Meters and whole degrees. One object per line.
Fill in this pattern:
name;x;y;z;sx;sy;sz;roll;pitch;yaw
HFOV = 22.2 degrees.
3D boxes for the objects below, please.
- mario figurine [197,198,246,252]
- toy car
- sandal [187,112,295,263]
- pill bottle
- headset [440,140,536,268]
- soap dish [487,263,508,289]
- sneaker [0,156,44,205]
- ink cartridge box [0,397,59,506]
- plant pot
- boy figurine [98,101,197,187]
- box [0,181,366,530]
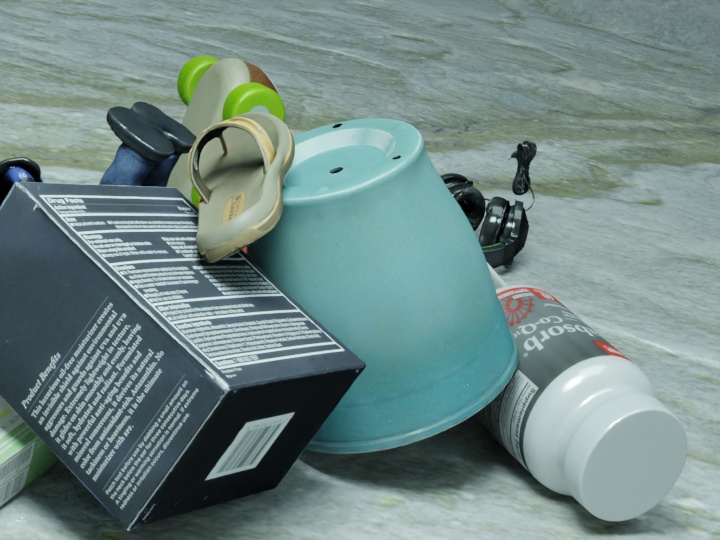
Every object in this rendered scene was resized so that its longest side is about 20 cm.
mario figurine;-0.058;-0.040;1.646;0.199;0.107;0.123;3;30;-43
toy car;-0.079;-0.103;1.770;0.199;0.159;0.164;19;8;-29
sandal;-0.090;-0.071;1.263;0.054;0.080;0.200;53;14;-21
pill bottle;0.157;0.101;1.413;0.115;0.117;0.200;4;22;-30
headset;0.123;-0.066;1.887;0.123;0.095;0.200;26;32;25
soap dish;0.056;0.004;1.573;0.157;0.081;0.200;46;0;-36
sneaker;-0.259;-0.028;1.388;0.114;0.081;0.199;-20;-16;32
ink cartridge box;-0.297;0.086;1.198;0.199;0.048;0.146;22;20;11
plant pot;0.000;0.000;1.346;0.198;0.189;0.200;-12;26;6
boy figurine;-0.187;-0.024;1.352;0.064;0.201;0.124;36;25;12
box;-0.136;0.049;1.205;0.198;0.124;0.200;43;18;19
